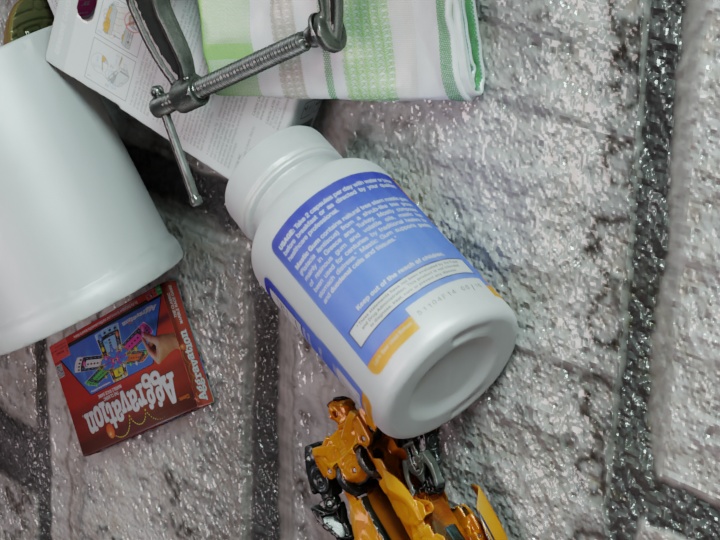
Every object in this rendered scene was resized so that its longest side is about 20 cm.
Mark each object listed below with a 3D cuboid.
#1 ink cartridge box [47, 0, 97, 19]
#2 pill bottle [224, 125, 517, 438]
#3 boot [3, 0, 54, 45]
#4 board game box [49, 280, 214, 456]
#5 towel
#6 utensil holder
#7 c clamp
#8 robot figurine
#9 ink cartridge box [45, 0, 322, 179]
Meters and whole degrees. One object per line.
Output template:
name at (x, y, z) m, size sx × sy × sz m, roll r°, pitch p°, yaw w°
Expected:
ink cartridge box at (-0.204, -0.295, 1.248) m, size 0.200 × 0.042 × 0.120 m, roll -40°, pitch 71°, yaw 50°
pill bottle at (0.000, 0.000, 1.039) m, size 0.200 × 0.111 × 0.113 m, roll 49°, pitch 133°, yaw 29°
boot at (-0.308, -0.135, 1.394) m, size 0.199 × 0.066 × 0.177 m, roll -2°, pitch 98°, yaw 51°
board game box at (-0.196, 0.086, 1.360) m, size 0.199 × 0.019 × 0.104 m, roll -26°, pitch 82°, yaw 49°
towel at (-0.023, -0.177, 1.017) m, size 0.198 × 0.031 × 0.151 m, roll 3°, pitch 113°, yaw 29°
utensil holder at (-0.253, -0.062, 1.235) m, size 0.169 × 0.169 × 0.202 m, roll -16°, pitch 103°, yaw 50°
c clamp at (-0.078, -0.154, 1.038) m, size 0.199 × 0.027 × 0.172 m, roll -25°, pitch 94°, yaw 40°
robot figurine at (0.036, 0.170, 1.085) m, size 0.145 × 0.058 × 0.201 m, roll -46°, pitch 66°, yaw 45°
ink cartridge box at (-0.112, -0.168, 1.120) m, size 0.199 × 0.057 × 0.164 m, roll 35°, pitch 126°, yaw 17°
